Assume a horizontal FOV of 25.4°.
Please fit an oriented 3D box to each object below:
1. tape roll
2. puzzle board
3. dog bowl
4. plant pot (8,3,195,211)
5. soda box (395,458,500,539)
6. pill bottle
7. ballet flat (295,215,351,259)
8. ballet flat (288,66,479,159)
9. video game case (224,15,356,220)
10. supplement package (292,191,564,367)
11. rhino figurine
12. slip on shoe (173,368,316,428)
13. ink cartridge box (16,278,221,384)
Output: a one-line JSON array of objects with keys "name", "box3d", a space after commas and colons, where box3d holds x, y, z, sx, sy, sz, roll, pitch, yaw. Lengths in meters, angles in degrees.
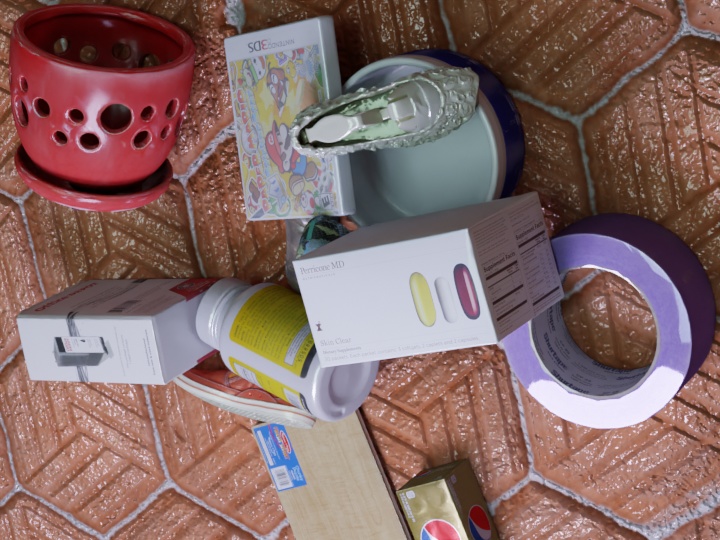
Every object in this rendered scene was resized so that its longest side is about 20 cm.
[{"name": "tape roll", "box3d": [0.245, 0.050, 1.587, 0.199, 0.085, 0.201, 10, 110, 27]}, {"name": "puzzle board", "box3d": [-0.030, 0.253, 1.846, 0.150, 0.017, 0.201, -19, 95, 34]}, {"name": "dog bowl", "box3d": [0.065, -0.124, 1.637, 0.199, 0.079, 0.202, 9, 109, 26]}, {"name": "plant pot", "box3d": [-0.290, -0.176, 1.753, 0.199, 0.200, 0.184, 25, 119, 21]}, {"name": "soda box", "box3d": [0.115, 0.315, 1.755, 0.067, 0.064, 0.201, -19, 96, 32]}, {"name": "pill bottle", "box3d": [-0.085, 0.079, 1.752, 0.199, 0.111, 0.112, 24, 116, 34]}, {"name": "ballet flat", "box3d": [0.000, 0.000, 1.681, 0.074, 0.200, 0.075, -12, 61, 23]}, {"name": "ballet flat", "box3d": [0.020, -0.147, 1.548, 0.199, 0.072, 0.072, -15, 98, 17]}, {"name": "video game case", "box3d": [-0.076, -0.155, 1.672, 0.181, 0.023, 0.202, 0, 99, 53]}, {"name": "supplement package", "box3d": [0.066, 0.008, 1.535, 0.199, 0.156, 0.112, -11, 99, 33]}, {"name": "rhino figurine", "box3d": [-0.049, -0.062, 1.730, 0.087, 0.060, 0.202, 9, 109, 41]}, {"name": "slip on shoe", "box3d": [-0.130, 0.135, 1.844, 0.199, 0.074, 0.062, 8, 75, 33]}, {"name": "ink cartridge box", "box3d": [-0.272, 0.068, 1.847, 0.199, 0.147, 0.083, -1, 107, 30]}]
